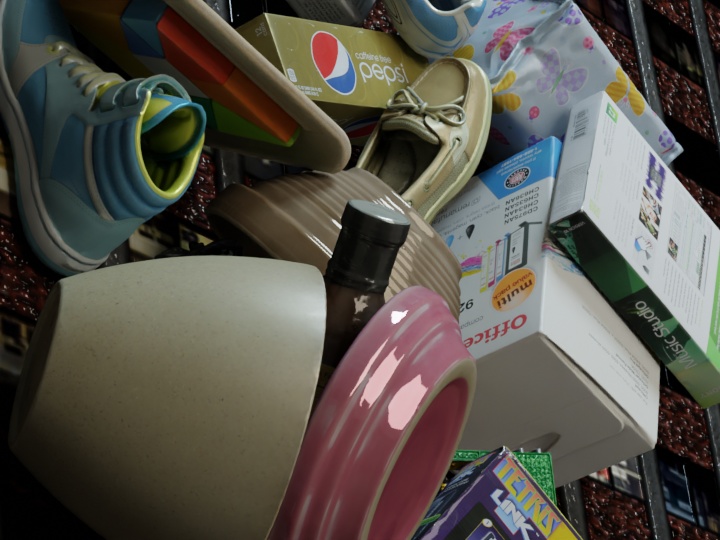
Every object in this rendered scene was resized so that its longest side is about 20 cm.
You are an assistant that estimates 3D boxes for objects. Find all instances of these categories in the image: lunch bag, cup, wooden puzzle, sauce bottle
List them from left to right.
[{"bbox_3d":[-0.120,0.073,1.488,0.143,0.200,0.201,18,48,-14],"label":"cup"},{"bbox_3d":[-0.117,-0.136,1.651,0.037,0.185,0.200,-53,124,-15],"label":"wooden puzzle"},{"bbox_3d":[-0.020,0.056,1.552,0.064,0.201,0.065,19,11,-4],"label":"sauce bottle"},{"bbox_3d":[0.129,-0.138,2.004,0.127,0.200,0.170,-46,115,-11],"label":"lunch bag"}]

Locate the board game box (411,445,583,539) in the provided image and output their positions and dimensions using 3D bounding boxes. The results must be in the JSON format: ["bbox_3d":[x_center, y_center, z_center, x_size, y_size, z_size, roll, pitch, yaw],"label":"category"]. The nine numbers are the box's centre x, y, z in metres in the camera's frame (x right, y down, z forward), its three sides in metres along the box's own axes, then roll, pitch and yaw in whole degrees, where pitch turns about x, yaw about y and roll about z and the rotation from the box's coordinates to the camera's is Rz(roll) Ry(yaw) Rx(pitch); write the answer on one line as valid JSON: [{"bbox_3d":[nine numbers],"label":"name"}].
[{"bbox_3d":[0.094,0.237,1.614,0.200,0.057,0.165,52,48,-4],"label":"board game box"}]

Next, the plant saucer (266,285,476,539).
[{"bbox_3d":[0.013,0.109,1.516,0.051,0.201,0.200,25,29,15],"label":"plant saucer"}]

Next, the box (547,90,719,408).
[{"bbox_3d":[0.213,-0.015,1.885,0.200,0.036,0.145,47,35,-24],"label":"box"}]

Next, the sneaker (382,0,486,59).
[{"bbox_3d":[0.018,-0.249,1.919,0.200,0.072,0.072,50,32,3],"label":"sneaker"}]

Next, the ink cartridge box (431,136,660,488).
[{"bbox_3d":[0.121,0.040,1.880,0.145,0.147,0.200,43,36,-31],"label":"ink cartridge box"}]

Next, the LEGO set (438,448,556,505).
[{"bbox_3d":[0.055,0.204,1.733,0.153,0.116,0.201,-6,77,-32],"label":"LEGO set"}]

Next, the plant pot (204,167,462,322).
[{"bbox_3d":[0.000,0.000,1.681,0.201,0.093,0.201,44,-9,9],"label":"plant pot"}]

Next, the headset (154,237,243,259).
[{"bbox_3d":[-0.070,0.076,1.669,0.123,0.094,0.201,-34,112,-62],"label":"headset"}]

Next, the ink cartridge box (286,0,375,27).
[{"bbox_3d":[-0.049,-0.296,1.974,0.200,0.043,0.174,51,33,-18],"label":"ink cartridge box"}]

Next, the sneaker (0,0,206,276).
[{"bbox_3d":[-0.157,-0.109,1.595,0.079,0.130,0.201,11,56,-52],"label":"sneaker"}]

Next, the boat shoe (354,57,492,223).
[{"bbox_3d":[0.029,-0.075,1.833,0.201,0.073,0.063,-58,146,-18],"label":"boat shoe"}]

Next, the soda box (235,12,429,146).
[{"bbox_3d":[-0.023,-0.136,1.875,0.200,0.064,0.068,2,66,-56],"label":"soda box"}]
